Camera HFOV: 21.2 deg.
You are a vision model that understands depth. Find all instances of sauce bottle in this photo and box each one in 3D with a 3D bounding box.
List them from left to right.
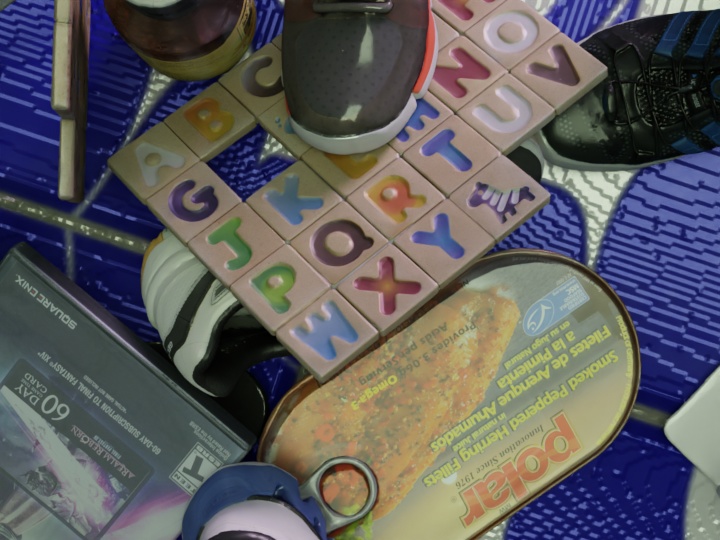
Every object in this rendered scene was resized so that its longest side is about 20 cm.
[{"bbox_3d":[-0.080,-0.121,0.846,0.066,0.200,0.066,0,92,-2],"label":"sauce bottle"}]

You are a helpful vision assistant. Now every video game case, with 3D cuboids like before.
[{"bbox_3d":[-0.162,0.106,0.910,0.143,0.019,0.200,40,108,0],"label":"video game case"}]

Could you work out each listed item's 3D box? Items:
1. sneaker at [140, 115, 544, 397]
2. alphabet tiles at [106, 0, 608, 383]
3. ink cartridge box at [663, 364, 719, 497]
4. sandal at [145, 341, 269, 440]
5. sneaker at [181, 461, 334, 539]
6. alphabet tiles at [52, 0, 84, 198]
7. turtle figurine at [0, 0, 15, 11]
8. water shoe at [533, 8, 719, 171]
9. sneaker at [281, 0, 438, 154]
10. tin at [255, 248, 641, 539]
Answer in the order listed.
[{"bbox_3d":[0.000,0.000,0.892,0.199,0.076,0.088,-24,47,1],"label":"sneaker"},{"bbox_3d":[0.008,-0.061,0.883,0.200,0.008,0.167,-38,57,-14],"label":"alphabet tiles"},{"bbox_3d":[0.254,0.109,0.915,0.200,0.067,0.117,44,91,-1],"label":"ink cartridge box"},{"bbox_3d":[-0.145,0.066,0.926,0.199,0.045,0.075,8,91,0],"label":"sandal"},{"bbox_3d":[-0.016,0.182,0.828,0.080,0.115,0.200,-37,94,8],"label":"sneaker"},{"bbox_3d":[-0.125,-0.115,0.839,0.008,0.200,0.168,2,91,-6],"label":"alphabet tiles"},{"bbox_3d":[-0.246,-0.083,0.866,0.193,0.200,0.144,18,51,14],"label":"turtle figurine"},{"bbox_3d":[0.176,-0.095,0.906,0.199,0.079,0.072,-13,91,0],"label":"water shoe"},{"bbox_3d":[-0.001,-0.154,0.881,0.077,0.082,0.201,6,72,14],"label":"sneaker"},{"bbox_3d":[0.042,0.071,0.931,0.200,0.042,0.112,-34,87,0],"label":"tin"}]
